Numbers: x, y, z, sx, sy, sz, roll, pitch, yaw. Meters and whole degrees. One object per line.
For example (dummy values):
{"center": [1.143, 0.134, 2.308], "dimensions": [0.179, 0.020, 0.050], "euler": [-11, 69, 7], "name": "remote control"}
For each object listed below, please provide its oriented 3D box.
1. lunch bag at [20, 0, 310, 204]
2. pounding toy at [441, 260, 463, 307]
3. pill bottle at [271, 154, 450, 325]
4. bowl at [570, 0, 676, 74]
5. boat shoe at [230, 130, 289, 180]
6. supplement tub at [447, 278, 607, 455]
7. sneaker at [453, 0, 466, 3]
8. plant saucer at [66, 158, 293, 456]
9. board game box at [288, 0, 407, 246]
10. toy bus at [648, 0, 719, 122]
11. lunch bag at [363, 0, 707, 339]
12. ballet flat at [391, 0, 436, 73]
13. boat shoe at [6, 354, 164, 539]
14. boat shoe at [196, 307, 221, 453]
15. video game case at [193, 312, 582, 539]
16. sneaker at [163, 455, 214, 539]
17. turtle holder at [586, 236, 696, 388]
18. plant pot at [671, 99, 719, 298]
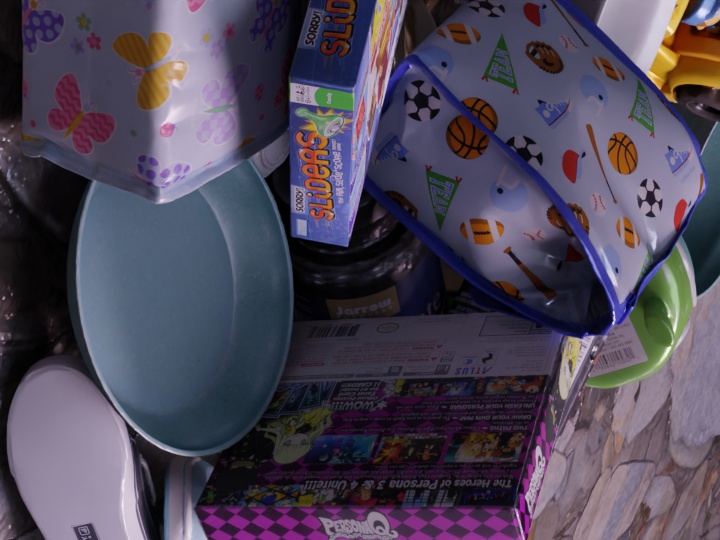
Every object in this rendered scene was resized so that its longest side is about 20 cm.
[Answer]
{"center": [-0.081, -0.153, 0.873], "dimensions": [0.200, 0.127, 0.171], "euler": [-36, 139, -54], "name": "lunch bag"}
{"center": [0.090, 0.093, 1.295], "dimensions": [0.184, 0.142, 0.200], "euler": [-54, 147, -26], "name": "pounding toy"}
{"center": [0.000, 0.000, 1.116], "dimensions": [0.112, 0.111, 0.201], "euler": [-51, 146, -29], "name": "pill bottle"}
{"center": [0.158, -0.195, 1.159], "dimensions": [0.201, 0.090, 0.202], "euler": [-54, 158, -33], "name": "bowl"}
{"center": [-0.031, -0.148, 1.013], "dimensions": [0.072, 0.068, 0.201], "euler": [18, 92, -61], "name": "boat shoe"}
{"center": [0.088, 0.088, 1.100], "dimensions": [0.201, 0.107, 0.107], "euler": [-64, 151, -3], "name": "supplement tub"}
{"center": [0.083, -0.256, 1.129], "dimensions": [0.200, 0.077, 0.141], "euler": [12, 97, -60], "name": "sneaker"}
{"center": [-0.111, 0.009, 0.960], "dimensions": [0.200, 0.036, 0.201], "euler": [14, 74, -56], "name": "plant saucer"}
{"center": [-0.001, -0.134, 0.876], "dimensions": [0.136, 0.034, 0.201], "euler": [93, 9, -56], "name": "board game box"}
{"center": [0.238, -0.219, 1.303], "dimensions": [0.192, 0.199, 0.136], "euler": [30, 79, -53], "name": "toy bus"}
{"center": [0.112, -0.067, 1.021], "dimensions": [0.170, 0.200, 0.124], "euler": [-48, 178, -44], "name": "lunch bag"}
{"center": [0.027, -0.128, 1.130], "dimensions": [0.076, 0.064, 0.201], "euler": [-48, 145, -35], "name": "ballet flat"}
{"center": [-0.157, 0.129, 0.984], "dimensions": [0.068, 0.071, 0.201], "euler": [-86, 163, -61], "name": "boat shoe"}
{"center": [-0.078, 0.080, 1.087], "dimensions": [0.072, 0.060, 0.202], "euler": [-57, 149, -22], "name": "boat shoe"}
{"center": [0.021, 0.092, 0.985], "dimensions": [0.182, 0.199, 0.036], "euler": [-65, 144, -50], "name": "video game case"}
{"center": [-0.054, 0.163, 1.067], "dimensions": [0.200, 0.130, 0.080], "euler": [63, 25, -75], "name": "sneaker"}
{"center": [0.167, -0.008, 1.212], "dimensions": [0.141, 0.185, 0.132], "euler": [-55, 171, 32], "name": "turtle holder"}
{"center": [0.274, -0.089, 1.501], "dimensions": [0.200, 0.134, 0.201], "euler": [-38, 139, -44], "name": "plant pot"}
